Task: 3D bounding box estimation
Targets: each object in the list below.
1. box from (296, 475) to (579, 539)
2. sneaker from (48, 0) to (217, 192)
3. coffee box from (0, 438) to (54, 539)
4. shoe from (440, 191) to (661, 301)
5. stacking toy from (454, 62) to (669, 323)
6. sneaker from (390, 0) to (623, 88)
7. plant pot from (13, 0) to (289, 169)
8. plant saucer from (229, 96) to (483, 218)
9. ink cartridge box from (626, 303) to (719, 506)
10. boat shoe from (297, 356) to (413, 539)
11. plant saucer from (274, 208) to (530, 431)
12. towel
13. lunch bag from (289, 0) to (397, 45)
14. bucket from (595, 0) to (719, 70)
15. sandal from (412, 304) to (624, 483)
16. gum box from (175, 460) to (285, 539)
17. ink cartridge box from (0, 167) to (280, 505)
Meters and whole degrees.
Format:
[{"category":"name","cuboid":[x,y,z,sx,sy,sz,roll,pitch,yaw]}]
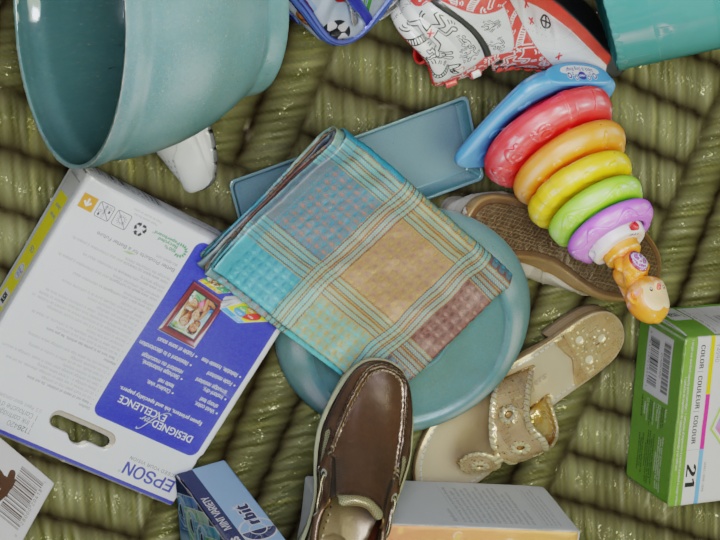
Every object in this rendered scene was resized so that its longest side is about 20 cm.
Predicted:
[{"category":"box","cuboid":[0.054,0.237,1.812,0.199,0.097,0.125,3,105,-14]},{"category":"sneaker","cuboid":[-0.168,-0.135,1.633,0.087,0.075,0.200,-33,109,-4]},{"category":"coffee box","cuboid":[-0.325,0.121,1.597,0.200,0.114,0.080,44,58,-28]},{"category":"shoe","cuboid":[0.150,-0.024,1.823,0.200,0.053,0.070,17,88,-31]},{"category":"stacking toy","cuboid":[0.172,-0.046,1.723,0.116,0.200,0.110,-4,147,-48]},{"category":"sneaker","cuboid":[0.107,-0.175,1.749,0.108,0.067,0.201,-39,141,20]},{"category":"plant pot","cuboid":[-0.128,-0.170,1.505,0.134,0.200,0.201,-6,109,-28]},{"category":"plant saucer","cuboid":[-0.004,-0.069,1.752,0.200,0.019,0.070,-21,114,-19]},{"category":"ink cartridge box","cuboid":[0.329,0.105,1.929,0.199,0.076,0.148,-4,108,-22]},{"category":"boat shoe","cuboid":[0.001,0.164,1.694,0.074,0.075,0.203,13,87,-15]},{"category":"plant saucer","cuboid":[0.035,0.046,1.768,0.199,0.027,0.201,-5,121,-9]},{"category":"towel","cuboid":[0.000,0.000,1.697,0.147,0.022,0.200,-45,121,10]},{"category":"lunch bag","cuboid":[-0.023,-0.254,1.627,0.160,0.076,0.200,-49,139,-6]},{"category":"bucket","cuboid":[0.226,-0.249,1.692,0.134,0.207,0.208,-16,114,5]},{"category":"sandal","cuboid":[0.134,0.111,1.843,0.212,0.070,0.078,-41,119,-8]},{"category":"gum box","cuboid":[-0.081,0.269,1.719,0.044,0.170,0.201,-15,122,-21]},{"category":"ink cartridge box","cuboid":[-0.171,0.048,1.695,0.197,0.047,0.200,27,103,-30]}]
